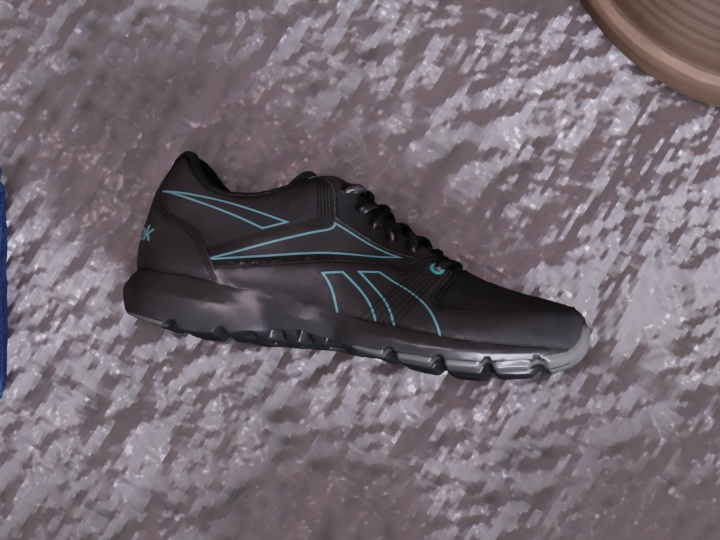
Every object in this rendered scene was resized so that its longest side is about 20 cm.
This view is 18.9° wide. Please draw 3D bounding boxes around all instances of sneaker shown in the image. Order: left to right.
[{"bbox_3d":[0.000,0.000,0.911,0.200,0.075,0.079,10,83,6],"label":"sneaker"}]

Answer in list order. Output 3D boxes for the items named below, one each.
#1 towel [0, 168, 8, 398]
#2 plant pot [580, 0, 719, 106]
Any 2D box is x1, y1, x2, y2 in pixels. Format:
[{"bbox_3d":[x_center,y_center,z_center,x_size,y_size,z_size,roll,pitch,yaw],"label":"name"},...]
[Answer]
[{"bbox_3d":[-0.252,0.007,0.948,0.200,0.049,0.112,-2,84,6],"label":"towel"},{"bbox_3d":[0.179,-0.171,0.901,0.201,0.093,0.201,0,85,5],"label":"plant pot"}]
